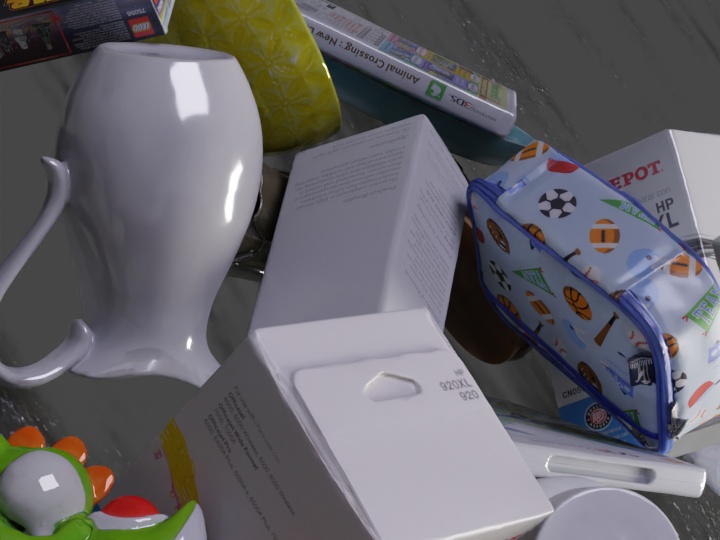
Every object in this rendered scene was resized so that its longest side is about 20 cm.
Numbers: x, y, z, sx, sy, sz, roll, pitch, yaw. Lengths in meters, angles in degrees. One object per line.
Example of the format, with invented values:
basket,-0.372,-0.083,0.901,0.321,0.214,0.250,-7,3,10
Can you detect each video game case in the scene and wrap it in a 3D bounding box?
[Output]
video game case,0.025,-0.148,1.829,0.182,0.022,0.200,26,9,-1
video game case,0.084,0.100,1.612,0.182,0.022,0.200,11,3,-38

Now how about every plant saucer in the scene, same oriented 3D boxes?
plant saucer,0.033,-0.121,1.843,0.200,0.027,0.200,25,10,-5

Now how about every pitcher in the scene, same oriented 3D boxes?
pitcher,-0.142,-0.029,1.500,0.171,0.200,0.121,-2,12,-36

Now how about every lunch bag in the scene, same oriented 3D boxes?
lunch bag,0.152,0.022,1.642,0.076,0.160,0.200,-33,55,-18

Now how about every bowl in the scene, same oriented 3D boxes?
bowl,-0.110,-0.147,1.703,0.108,0.200,0.200,-33,73,-11

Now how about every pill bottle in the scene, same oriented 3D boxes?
pill bottle,0.105,0.174,1.490,0.109,0.200,0.110,2,82,-17

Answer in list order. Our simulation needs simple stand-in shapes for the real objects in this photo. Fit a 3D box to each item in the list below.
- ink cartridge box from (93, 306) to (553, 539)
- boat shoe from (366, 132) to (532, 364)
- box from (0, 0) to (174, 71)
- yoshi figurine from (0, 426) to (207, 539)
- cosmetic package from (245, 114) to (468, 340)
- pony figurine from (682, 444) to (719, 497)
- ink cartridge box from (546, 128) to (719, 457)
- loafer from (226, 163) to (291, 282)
ink cartridge box,-0.030,0.138,1.408,0.147,0.200,0.145,-8,58,-48
boat shoe,0.072,-0.022,1.800,0.070,0.070,0.200,-4,55,-46
box,-0.206,-0.176,1.593,0.137,0.200,0.040,-82,156,-51
yoshi figurine,-0.156,0.162,1.337,0.200,0.113,0.112,34,30,25
cosmetic package,0.000,0.000,1.609,0.074,0.102,0.200,55,32,-34
pony figurine,0.270,0.063,1.863,0.200,0.167,0.193,-2,21,-42
ink cartridge box,0.198,0.022,1.757,0.084,0.145,0.200,4,69,-49
loafer,-0.073,-0.037,1.671,0.200,0.070,0.075,-10,60,-49
